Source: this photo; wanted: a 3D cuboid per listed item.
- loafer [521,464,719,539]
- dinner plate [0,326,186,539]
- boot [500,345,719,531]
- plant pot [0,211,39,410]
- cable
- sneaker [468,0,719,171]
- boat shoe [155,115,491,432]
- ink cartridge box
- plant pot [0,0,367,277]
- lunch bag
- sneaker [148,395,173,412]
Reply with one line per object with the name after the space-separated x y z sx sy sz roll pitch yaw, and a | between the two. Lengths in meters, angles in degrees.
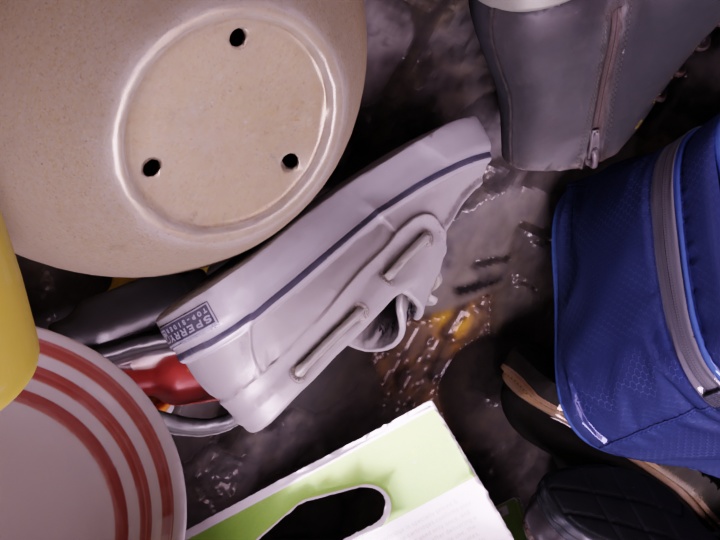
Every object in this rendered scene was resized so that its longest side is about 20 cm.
0.134 0.144 1.158 0.200 0.073 0.072 27 117 -40 | loafer
-0.161 0.101 0.950 0.199 0.200 0.024 -26 141 -16 | dinner plate
0.104 0.132 1.219 0.200 0.077 0.138 35 99 -36 | boot
-0.227 -0.031 0.884 0.200 0.201 0.190 -19 107 -20 | plant pot
-0.120 0.044 1.041 0.199 0.097 0.050 -19 156 -14 | cable
0.136 -0.122 1.117 0.199 0.075 0.107 -22 132 -15 | sneaker
0.000 0.000 1.044 0.066 0.072 0.200 57 38 -4 | boat shoe
0.013 0.150 1.151 0.147 0.076 0.200 -28 114 7 | ink cartridge box
-0.076 -0.077 0.972 0.199 0.134 0.201 -13 120 -23 | plant pot
0.196 0.015 1.141 0.199 0.132 0.137 12 67 -34 | lunch bag
-0.161 0.112 1.059 0.199 0.076 0.092 -21 127 -18 | sneaker
